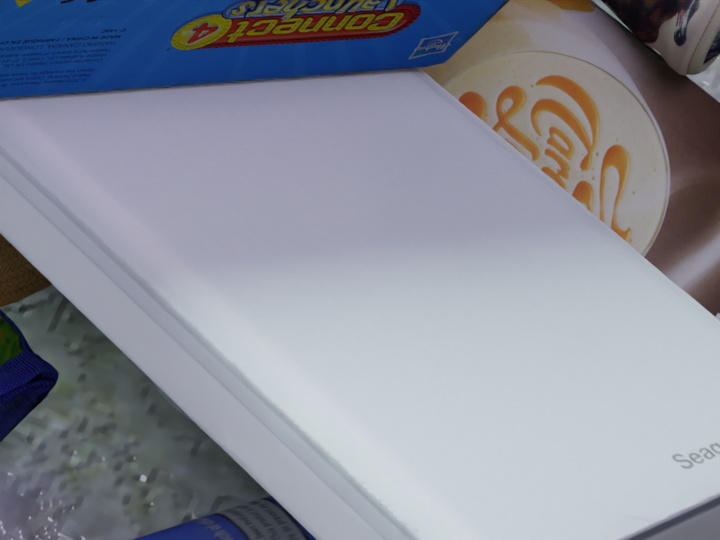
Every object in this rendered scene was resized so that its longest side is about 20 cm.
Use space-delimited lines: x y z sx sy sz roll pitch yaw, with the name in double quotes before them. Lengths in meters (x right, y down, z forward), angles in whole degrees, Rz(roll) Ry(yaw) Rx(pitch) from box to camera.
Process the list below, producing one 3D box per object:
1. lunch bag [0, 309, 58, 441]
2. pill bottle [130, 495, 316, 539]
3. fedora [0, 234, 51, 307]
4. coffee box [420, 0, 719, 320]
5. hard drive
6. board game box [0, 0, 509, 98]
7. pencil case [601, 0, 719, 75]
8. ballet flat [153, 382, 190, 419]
"lunch bag" -0.198 0.025 0.749 0.170 0.128 0.200 44 52 8
"pill bottle" -0.070 0.129 0.738 0.199 0.112 0.112 -16 74 -18
"fedora" -0.131 -0.080 0.738 0.200 0.082 0.201 15 68 -41
"coffee box" 0.039 -0.013 0.833 0.200 0.080 0.114 38 68 3
"hard drive" 0.000 0.000 0.674 0.132 0.027 0.200 -18 51 -45
"board game box" -0.077 -0.139 0.686 0.199 0.056 0.196 -6 65 -37
"pencil case" 0.046 -0.140 0.815 0.200 0.089 0.078 42 93 11
"ballet flat" 0.043 0.033 0.742 0.199 0.069 0.070 20 66 -2
